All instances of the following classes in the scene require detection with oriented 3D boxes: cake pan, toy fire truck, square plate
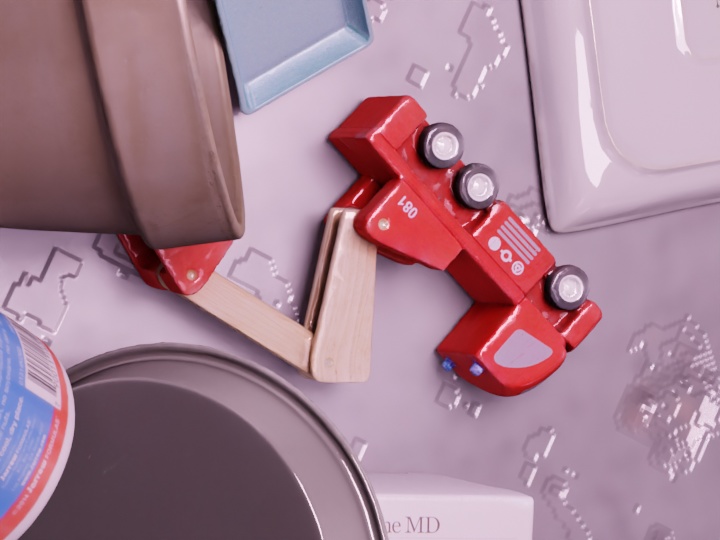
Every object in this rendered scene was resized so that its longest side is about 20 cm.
[{"bbox_3d":[-0.085,0.130,1.221,0.200,0.037,0.201,0,90,20],"label":"cake pan"},{"bbox_3d":[0.000,0.000,1.315,0.141,0.049,0.200,-47,109,-14],"label":"toy fire truck"},{"bbox_3d":[0.167,-0.130,1.394,0.198,0.028,0.200,-10,96,-22],"label":"square plate"}]

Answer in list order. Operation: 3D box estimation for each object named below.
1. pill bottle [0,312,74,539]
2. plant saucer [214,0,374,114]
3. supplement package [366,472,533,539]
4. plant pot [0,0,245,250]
[{"bbox_3d":[-0.212,0.035,1.153,0.200,0.112,0.112,38,76,-45],"label":"pill bottle"},{"bbox_3d":[-0.039,-0.148,1.236,0.070,0.019,0.200,-31,146,-14],"label":"plant saucer"},{"bbox_3d":[-0.001,0.190,1.288,0.114,0.109,0.200,2,91,-24],"label":"supplement package"},{"bbox_3d":[-0.147,-0.096,1.178,0.173,0.200,0.200,-10,96,0],"label":"plant pot"}]
